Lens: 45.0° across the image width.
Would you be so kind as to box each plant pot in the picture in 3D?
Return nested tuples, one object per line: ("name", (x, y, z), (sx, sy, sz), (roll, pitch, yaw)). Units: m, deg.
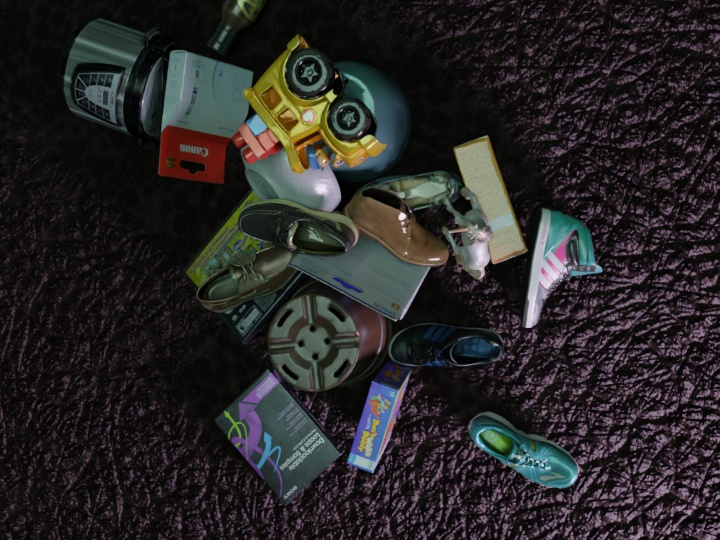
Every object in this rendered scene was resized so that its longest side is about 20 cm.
("plant pot", (-0.058, 0.105, 1.429), (0.197, 0.198, 0.204), (0, 92, 10))
("plant pot", (-0.024, -0.249, 1.422), (0.197, 0.161, 0.204), (1, 94, 10))

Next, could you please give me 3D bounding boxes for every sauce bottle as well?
("sauce bottle", (-0.196, -0.464, 1.491), (0.064, 0.065, 0.201), (33, 100, 6))

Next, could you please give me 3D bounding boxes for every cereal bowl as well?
("cereal bowl", (-0.128, -0.156, 1.420), (0.200, 0.200, 0.083), (45, 71, 5))

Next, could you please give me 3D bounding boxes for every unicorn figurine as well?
("unicorn figurine", (0.172, -0.062, 1.375), (0.073, 0.201, 0.138), (-30, 47, 2))

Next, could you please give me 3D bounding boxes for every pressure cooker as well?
("pressure cooker", (-0.387, -0.322, 1.475), (0.197, 0.176, 0.181), (20, 79, 7))

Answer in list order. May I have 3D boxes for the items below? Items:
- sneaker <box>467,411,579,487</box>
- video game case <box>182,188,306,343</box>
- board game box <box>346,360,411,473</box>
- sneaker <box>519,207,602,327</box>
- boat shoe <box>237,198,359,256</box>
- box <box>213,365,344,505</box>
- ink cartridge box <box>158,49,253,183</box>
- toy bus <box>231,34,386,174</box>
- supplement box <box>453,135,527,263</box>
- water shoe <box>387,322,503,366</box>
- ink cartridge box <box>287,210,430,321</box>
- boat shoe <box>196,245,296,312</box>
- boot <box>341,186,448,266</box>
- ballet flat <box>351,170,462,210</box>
("sneaker", (0.267, 0.307, 1.442), (0.198, 0.080, 0.078), (25, 97, 7))
("video game case", (-0.193, -0.008, 1.512), (0.181, 0.025, 0.200), (45, 100, 19))
("board game box", (0.034, 0.233, 1.418), (0.044, 0.200, 0.136), (18, 96, 8))
("sneaker", (0.330, 0.004, 1.417), (0.119, 0.084, 0.203), (8, 109, 2))
("boat shoe", (-0.103, -0.064, 1.358), (0.197, 0.065, 0.074), (6, 116, 11))
("box", (-0.144, 0.292, 1.536), (0.143, 0.036, 0.200), (-43, 87, 9))
("ink cartridge box", (-0.260, -0.252, 1.462), (0.047, 0.159, 0.203), (9, 94, 34))
("toy bus", (-0.084, -0.211, 1.279), (0.191, 0.136, 0.201), (-40, 88, 5))
("supplement box", (0.214, -0.117, 1.435), (0.068, 0.067, 0.203), (-21, 90, 10))
("water shoe", (0.140, 0.125, 1.454), (0.197, 0.079, 0.073), (-5, 92, 10))
("ink cartridge box", (0.000, 0.000, 1.417), (0.198, 0.200, 0.041), (28, 126, 7))
("boat shoe", (-0.189, 0.012, 1.455), (0.198, 0.072, 0.076), (-32, 74, 15))
("boot", (0.071, -0.070, 1.427), (0.198, 0.074, 0.076), (25, 135, -17))
("ballet flat", (0.072, -0.130, 1.459), (0.197, 0.074, 0.075), (-14, 91, 11))
